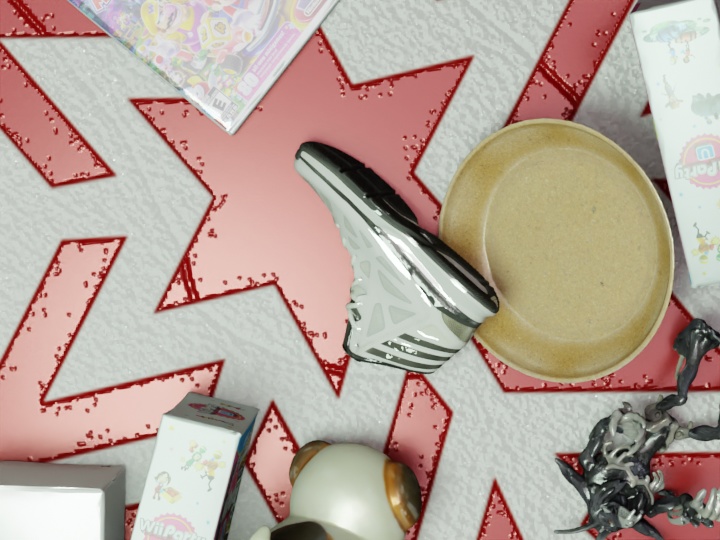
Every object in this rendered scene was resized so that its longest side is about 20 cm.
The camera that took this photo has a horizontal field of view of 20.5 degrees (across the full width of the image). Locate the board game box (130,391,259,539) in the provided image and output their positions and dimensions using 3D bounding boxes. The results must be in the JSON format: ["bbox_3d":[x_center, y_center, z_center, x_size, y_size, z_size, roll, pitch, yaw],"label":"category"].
[{"bbox_3d":[-0.135,0.203,1.506,0.064,0.148,0.202,13,94,2],"label":"board game box"}]

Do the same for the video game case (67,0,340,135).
[{"bbox_3d":[-0.132,-0.224,1.549,0.200,0.018,0.144,39,94,-1],"label":"video game case"}]

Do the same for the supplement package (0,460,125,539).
[{"bbox_3d":[-0.247,0.254,1.524,0.118,0.121,0.202,2,93,2],"label":"supplement package"}]

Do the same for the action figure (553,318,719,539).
[{"bbox_3d":[0.229,0.138,1.519,0.118,0.102,0.201,35,92,-12],"label":"action figure"}]

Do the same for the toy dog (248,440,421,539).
[{"bbox_3d":[-0.038,0.219,1.498,0.139,0.201,0.195,5,135,35],"label":"toy dog"}]

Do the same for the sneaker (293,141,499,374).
[{"bbox_3d":[0.000,0.000,1.529,0.200,0.076,0.116,44,106,11],"label":"sneaker"}]

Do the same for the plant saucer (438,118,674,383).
[{"bbox_3d":[0.153,-0.017,1.509,0.199,0.035,0.202,9,106,32],"label":"plant saucer"}]

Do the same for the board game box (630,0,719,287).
[{"bbox_3d":[0.254,-0.107,1.456,0.064,0.148,0.202,-13,102,17],"label":"board game box"}]
